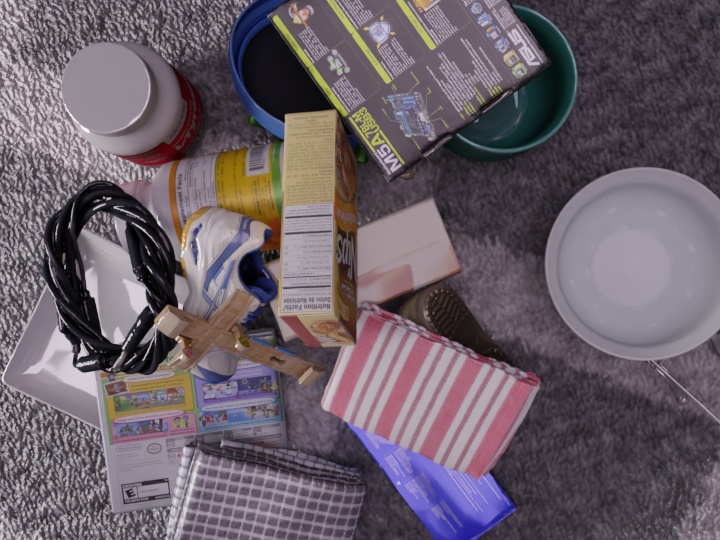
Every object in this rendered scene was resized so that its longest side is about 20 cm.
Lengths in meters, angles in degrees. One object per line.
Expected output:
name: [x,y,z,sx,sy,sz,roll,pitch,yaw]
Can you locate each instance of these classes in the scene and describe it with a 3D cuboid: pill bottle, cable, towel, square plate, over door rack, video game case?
pill bottle: [-0.155,-0.069,0.961,0.200,0.111,0.111,-9,90,8]
cable: [-0.253,0.008,0.908,0.163,0.051,0.200,0,95,33]
towel: [0.068,0.127,0.932,0.200,0.030,0.147,24,121,2]
square plate: [-0.273,0.079,1.010,0.200,0.028,0.198,26,92,1]
over door rack: [0.417,0.106,0.964,0.148,0.067,0.200,-47,69,2]
pill bottle: [-0.230,-0.169,0.920,0.112,0.200,0.112,0,91,2]
towel: [-0.106,0.277,0.960,0.200,0.086,0.166,13,97,-11]
video game case: [-0.183,0.165,0.989,0.200,0.022,0.182,-7,97,-7]

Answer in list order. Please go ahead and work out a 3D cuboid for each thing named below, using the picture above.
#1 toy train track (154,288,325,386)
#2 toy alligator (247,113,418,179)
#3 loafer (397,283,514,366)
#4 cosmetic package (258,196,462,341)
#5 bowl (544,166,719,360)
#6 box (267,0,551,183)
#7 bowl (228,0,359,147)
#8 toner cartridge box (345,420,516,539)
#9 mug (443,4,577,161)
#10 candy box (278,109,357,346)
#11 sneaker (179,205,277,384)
toy train track: [-0.113,0.084,0.892,0.200,0.033,0.115,26,118,-39]
toy alligator: [-0.030,-0.143,0.988,0.200,0.054,0.059,18,91,1]
loafer: [0.107,0.096,0.973,0.076,0.068,0.200,-43,114,-29]
cosmetic package: [0.000,0.000,0.966,0.200,0.103,0.087,-21,89,3]
bowl: [0.294,-0.005,0.958,0.201,0.090,0.201,0,87,6]
box: [0.046,-0.218,0.855,0.193,0.048,0.200,-36,96,12]
bowl: [-0.040,-0.215,0.953,0.200,0.039,0.201,5,63,-11]
toner cartridge box: [0.075,0.207,0.994,0.095,0.043,0.200,-37,90,1]
mug: [0.122,-0.190,0.947,0.185,0.114,0.152,-5,91,-5]
candy box: [-0.038,-0.037,0.858,0.055,0.115,0.200,-4,71,9]
sneaker: [-0.129,0.036,0.902,0.088,0.075,0.200,12,122,14]
